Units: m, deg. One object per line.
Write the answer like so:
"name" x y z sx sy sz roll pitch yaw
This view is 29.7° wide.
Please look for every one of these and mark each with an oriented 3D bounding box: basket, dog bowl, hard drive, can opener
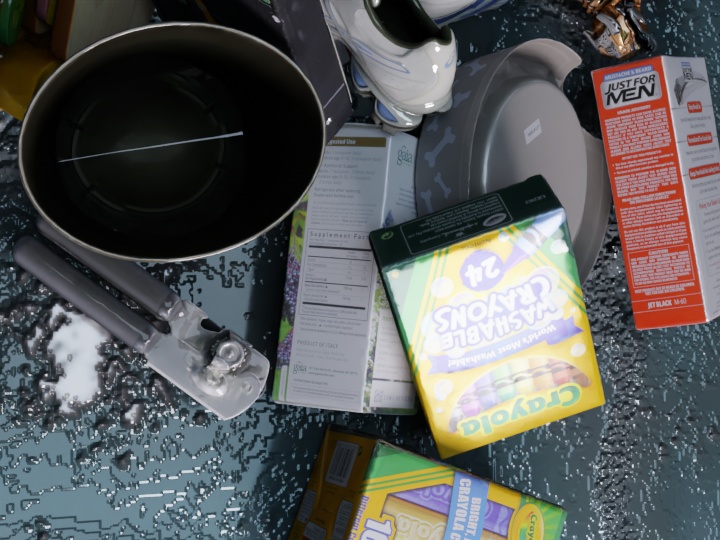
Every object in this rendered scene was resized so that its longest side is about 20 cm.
"basket" -0.132 -0.080 0.876 0.179 0.200 0.137 -11 96 -15
"dog bowl" 0.113 -0.069 1.002 0.199 0.058 0.202 -7 98 -51
"hard drive" -0.081 -0.173 0.855 0.139 0.200 0.038 32 75 23
"can opener" -0.152 0.033 0.957 0.200 0.067 0.053 36 78 -2

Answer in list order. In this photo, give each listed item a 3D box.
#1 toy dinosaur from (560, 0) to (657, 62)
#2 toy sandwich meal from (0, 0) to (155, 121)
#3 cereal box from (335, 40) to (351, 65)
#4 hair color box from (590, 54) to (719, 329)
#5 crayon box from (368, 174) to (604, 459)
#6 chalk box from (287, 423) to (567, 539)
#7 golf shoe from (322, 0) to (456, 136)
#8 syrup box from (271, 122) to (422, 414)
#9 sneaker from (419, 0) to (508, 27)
"toy dinosaur" 0.197 -0.261 1.052 0.135 0.102 0.202 -9 92 -20
"toy sandwich meal" -0.193 -0.183 0.876 0.070 0.205 0.206 23 80 8
"cereal box" 0.026 -0.256 1.025 0.199 0.039 0.145 -31 99 -18
"hair color box" 0.241 -0.063 1.060 0.111 0.064 0.202 -13 95 -59
"crayon box" 0.093 0.047 0.937 0.125 0.052 0.201 -19 123 -1
"chalk box" 0.060 0.206 0.985 0.199 0.125 0.125 23 81 -16
"golf shoe" -0.005 -0.191 0.921 0.200 0.097 0.078 44 61 12
"syrup box" 0.000 0.000 0.977 0.079 0.081 0.202 11 83 -57
"sneaker" 0.109 -0.239 0.994 0.199 0.088 0.076 -25 75 -19
